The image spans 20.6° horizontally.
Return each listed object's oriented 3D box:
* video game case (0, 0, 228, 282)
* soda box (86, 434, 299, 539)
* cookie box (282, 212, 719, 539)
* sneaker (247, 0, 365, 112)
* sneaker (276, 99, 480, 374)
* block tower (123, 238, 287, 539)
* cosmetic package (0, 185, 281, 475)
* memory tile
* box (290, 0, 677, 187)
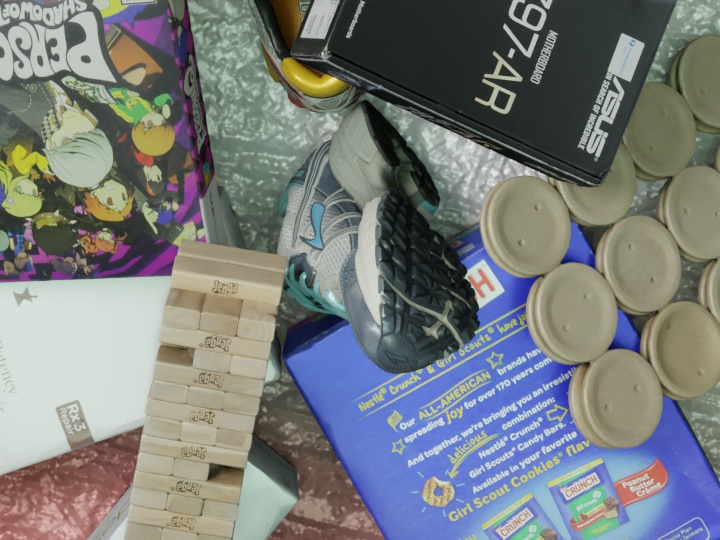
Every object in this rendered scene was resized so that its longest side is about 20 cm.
[{"bbox_3d":[-0.174,-0.079,0.943,0.199,0.036,0.182,-2,119,9],"label":"video game case"},{"bbox_3d":[-0.120,0.169,1.065,0.068,0.064,0.200,38,97,-9],"label":"soda box"},{"bbox_3d":[0.079,0.082,1.050,0.171,0.075,0.200,-29,100,3],"label":"cookie box"},{"bbox_3d":[-0.029,-0.178,0.996,0.078,0.082,0.201,-15,97,1],"label":"sneaker"},{"bbox_3d":[0.000,0.000,0.981,0.086,0.200,0.078,-38,116,16],"label":"sneaker"},{"bbox_3d":[-0.081,0.088,0.966,0.058,0.054,0.201,10,116,-2],"label":"block tower"},{"bbox_3d":[-0.149,0.037,1.036,0.199,0.074,0.102,-20,101,3],"label":"cosmetic package"},{"bbox_3d":[0.156,-0.016,1.016,0.200,0.017,0.154,-36,101,-30],"label":"memory tile"},{"bbox_3d":[0.077,-0.160,0.927,0.160,0.044,0.201,23,88,-24],"label":"box"}]
